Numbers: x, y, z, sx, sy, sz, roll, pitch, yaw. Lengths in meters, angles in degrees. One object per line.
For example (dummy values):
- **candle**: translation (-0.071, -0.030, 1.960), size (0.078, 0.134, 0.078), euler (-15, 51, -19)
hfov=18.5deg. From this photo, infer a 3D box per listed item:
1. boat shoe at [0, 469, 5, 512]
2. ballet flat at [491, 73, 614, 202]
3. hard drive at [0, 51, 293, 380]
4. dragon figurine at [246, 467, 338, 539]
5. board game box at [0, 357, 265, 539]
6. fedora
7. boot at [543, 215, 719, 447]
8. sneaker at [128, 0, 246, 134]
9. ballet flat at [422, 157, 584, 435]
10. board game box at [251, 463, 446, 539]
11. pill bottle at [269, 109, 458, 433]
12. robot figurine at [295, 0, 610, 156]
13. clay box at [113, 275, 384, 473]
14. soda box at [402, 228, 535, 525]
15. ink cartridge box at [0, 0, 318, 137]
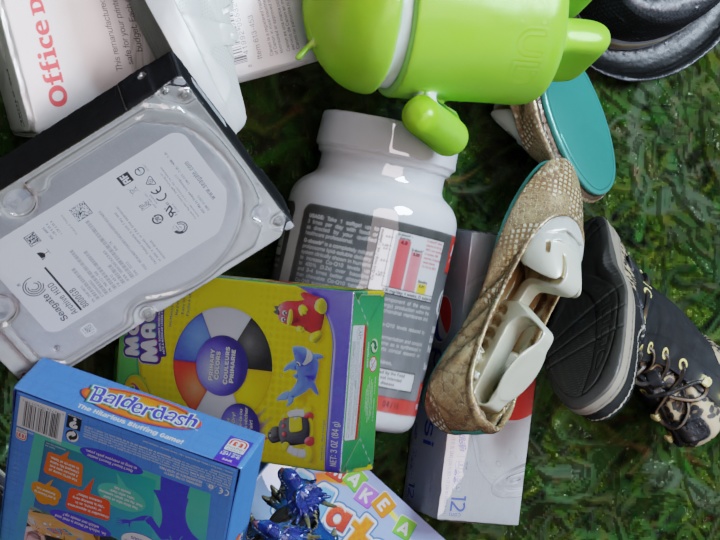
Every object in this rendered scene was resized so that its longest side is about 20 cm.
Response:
- **boat shoe**: translation (-0.292, 0.135, 1.380), size (0.200, 0.063, 0.073), euler (29, 93, -34)
- **ballet flat**: translation (0.115, -0.138, 1.523), size (0.071, 0.065, 0.200), euler (-30, 104, -47)
- **hard drive**: translation (-0.159, -0.026, 1.337), size (0.200, 0.038, 0.140), euler (-31, 128, 6)
- **dragon figurine**: translation (-0.021, 0.196, 1.426), size (0.059, 0.099, 0.200), euler (-42, 123, -12)
- **board game box**: translation (-0.150, 0.168, 1.379), size (0.152, 0.045, 0.200), euler (19, 121, 11)
- **fedora**: translation (0.216, -0.230, 1.541), size (0.201, 0.092, 0.201), euler (-2, 95, -20)
- **boot**: translation (0.196, 0.065, 1.518), size (0.073, 0.200, 0.151), euler (-37, 114, 20)
- **sneaker**: translation (-0.086, -0.185, 1.356), size (0.116, 0.074, 0.200), euler (-26, 102, -14)
- **ballet flat**: translation (0.111, 0.022, 1.459), size (0.071, 0.065, 0.200), euler (27, 86, -43)
- **board game box**: translation (-0.052, 0.219, 1.505), size (0.151, 0.037, 0.200), euler (43, 78, -17)
- **pill bottle**: translation (0.000, 0.000, 1.467), size (0.116, 0.116, 0.200), euler (13, 90, -20)
- **robot figurine**: translation (0.054, -0.165, 1.397), size (0.200, 0.116, 0.176), euler (2, 77, -16)
- **clay box**: translation (-0.085, 0.061, 1.409), size (0.048, 0.200, 0.115), euler (1, 94, -62)
- **soda box**: translation (0.081, 0.072, 1.527), size (0.063, 0.068, 0.200), euler (7, 91, -20)
- **ink cartridge box**: translation (-0.143, -0.179, 1.419), size (0.200, 0.084, 0.145), euler (-17, 99, -19)
